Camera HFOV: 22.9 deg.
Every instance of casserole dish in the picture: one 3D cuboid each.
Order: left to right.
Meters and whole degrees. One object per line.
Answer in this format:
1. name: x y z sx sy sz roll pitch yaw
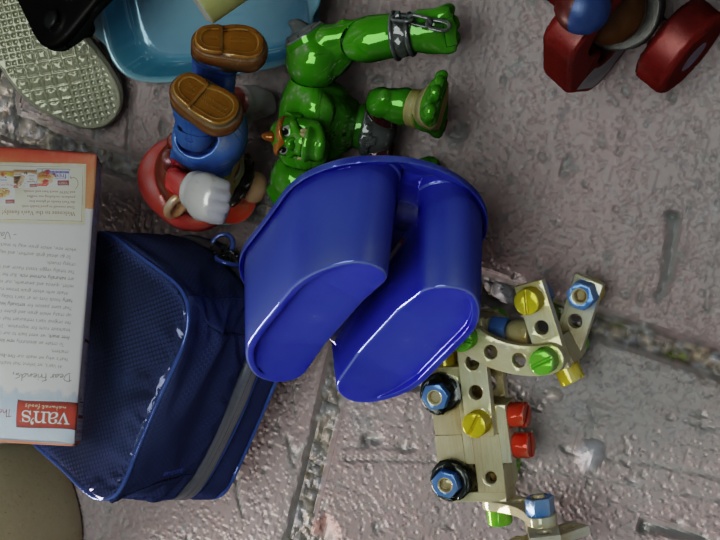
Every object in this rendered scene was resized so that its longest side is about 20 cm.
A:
1. casserole dish: -0.108 -0.202 1.285 0.199 0.039 0.122 -4 103 27

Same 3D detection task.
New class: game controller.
1. game controller: -0.226 -0.252 1.302 0.104 0.042 0.200 -52 50 28

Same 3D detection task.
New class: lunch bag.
1. lunch bag: -0.137 0.063 1.289 0.136 0.132 0.201 37 109 36

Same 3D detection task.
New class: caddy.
1. caddy: 0.000 0.000 1.175 0.200 0.141 0.105 -49 32 48

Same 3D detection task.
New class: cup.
1. cup: -0.341 0.215 1.392 0.200 0.143 0.201 3 98 25

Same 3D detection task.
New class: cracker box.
1. cracker box: -0.252 0.017 1.217 0.133 0.058 0.201 4 84 -4

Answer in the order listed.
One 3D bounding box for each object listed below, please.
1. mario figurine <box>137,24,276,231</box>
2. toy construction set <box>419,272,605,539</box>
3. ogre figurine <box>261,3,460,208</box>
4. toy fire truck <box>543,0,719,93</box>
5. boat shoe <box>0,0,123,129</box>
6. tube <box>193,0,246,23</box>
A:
1. mario figurine: -0.089 -0.086 1.238 0.123 0.200 0.106 -32 75 -20
2. toy construction set: 0.107 0.104 1.208 0.131 0.092 0.201 -4 84 25
3. ogre figurine: -0.003 -0.092 1.232 0.119 0.098 0.200 14 135 11
4. toy fire truck: 0.176 -0.196 1.093 0.112 0.168 0.200 44 111 14
5. boat shoe: -0.259 -0.185 1.355 0.200 0.062 0.075 38 105 0
6. tube: -0.032 -0.240 1.155 0.200 0.058 0.052 -36 69 -1
